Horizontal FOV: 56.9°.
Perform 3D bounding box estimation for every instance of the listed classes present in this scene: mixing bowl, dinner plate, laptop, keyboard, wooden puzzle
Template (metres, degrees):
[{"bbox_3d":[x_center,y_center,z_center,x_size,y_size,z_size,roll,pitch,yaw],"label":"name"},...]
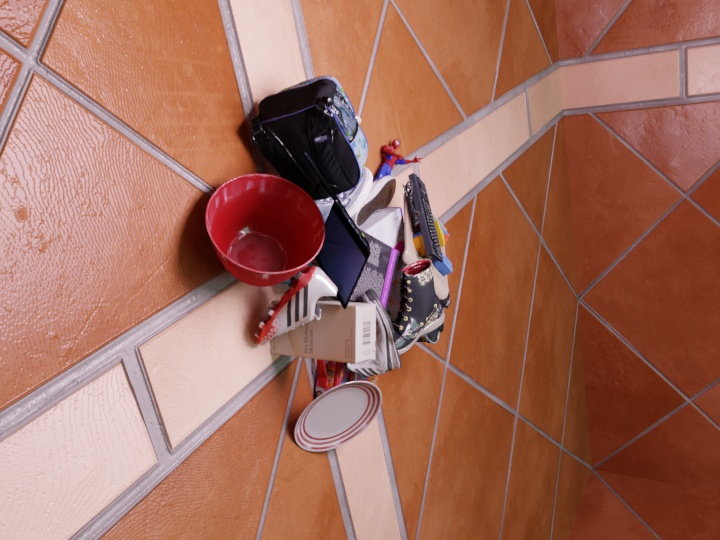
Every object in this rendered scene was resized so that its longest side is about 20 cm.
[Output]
[{"bbox_3d":[-0.166,-0.051,1.119,0.202,0.197,0.109,-59,178,-37],"label":"mixing bowl"},{"bbox_3d":[-0.047,0.292,1.350,0.196,0.024,0.203,-20,135,-20],"label":"dinner plate"},{"bbox_3d":[-0.063,-0.071,1.154,0.102,0.178,0.201,-35,133,1],"label":"laptop"},{"bbox_3d":[0.137,-0.124,1.462,0.126,0.020,0.205,24,49,-54],"label":"keyboard"},{"bbox_3d":[0.160,-0.064,1.521,0.185,0.046,0.204,44,39,-39],"label":"wooden puzzle"}]

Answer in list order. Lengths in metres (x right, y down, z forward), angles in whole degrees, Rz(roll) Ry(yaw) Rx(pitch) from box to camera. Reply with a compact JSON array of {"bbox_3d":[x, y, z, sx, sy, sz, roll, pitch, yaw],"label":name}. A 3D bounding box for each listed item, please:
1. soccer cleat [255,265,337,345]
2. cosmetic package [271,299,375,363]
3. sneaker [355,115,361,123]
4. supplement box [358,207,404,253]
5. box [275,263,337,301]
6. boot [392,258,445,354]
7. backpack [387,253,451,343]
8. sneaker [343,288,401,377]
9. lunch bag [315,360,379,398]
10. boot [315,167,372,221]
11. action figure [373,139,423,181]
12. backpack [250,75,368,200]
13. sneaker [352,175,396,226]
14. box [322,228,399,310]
[{"bbox_3d":[-0.117,0.076,1.182,0.084,0.201,0.069,34,27,-10],"label":"soccer cleat"},{"bbox_3d":[-0.070,0.110,1.237,0.073,0.196,0.107,-1,91,-58],"label":"cosmetic package"},{"bbox_3d":[-0.046,-0.232,1.377,0.078,0.078,0.206,17,78,-57],"label":"sneaker"},{"bbox_3d":[0.012,-0.060,1.454,0.199,0.101,0.104,-37,123,-53],"label":"supplement box"},{"bbox_3d":[-0.084,0.029,1.320,0.199,0.081,0.050,26,70,-56],"label":"box"},{"bbox_3d":[0.091,0.081,1.419,0.201,0.073,0.157,-29,122,-27],"label":"boot"},{"bbox_3d":[0.109,0.055,1.567,0.201,0.150,0.179,55,47,-42],"label":"backpack"},{"bbox_3d":[0.008,0.137,1.310,0.076,0.113,0.204,-122,-167,-55],"label":"sneaker"},{"bbox_3d":[-0.029,0.191,1.425,0.175,0.080,0.205,22,73,-51],"label":"lunch bag"},{"bbox_3d":[-0.057,-0.141,1.320,0.202,0.072,0.090,-55,136,-8],"label":"boot"},{"bbox_3d":[0.080,-0.232,1.567,0.065,0.097,0.204,50,48,-47],"label":"action figure"},{"bbox_3d":[-0.079,-0.244,1.223,0.201,0.179,0.149,56,34,-39],"label":"backpack"},{"bbox_3d":[0.009,-0.166,1.453,0.199,0.083,0.074,-38,142,-50],"label":"sneaker"},{"bbox_3d":[0.000,0.000,1.322,0.199,0.035,0.147,27,73,-51],"label":"box"}]
